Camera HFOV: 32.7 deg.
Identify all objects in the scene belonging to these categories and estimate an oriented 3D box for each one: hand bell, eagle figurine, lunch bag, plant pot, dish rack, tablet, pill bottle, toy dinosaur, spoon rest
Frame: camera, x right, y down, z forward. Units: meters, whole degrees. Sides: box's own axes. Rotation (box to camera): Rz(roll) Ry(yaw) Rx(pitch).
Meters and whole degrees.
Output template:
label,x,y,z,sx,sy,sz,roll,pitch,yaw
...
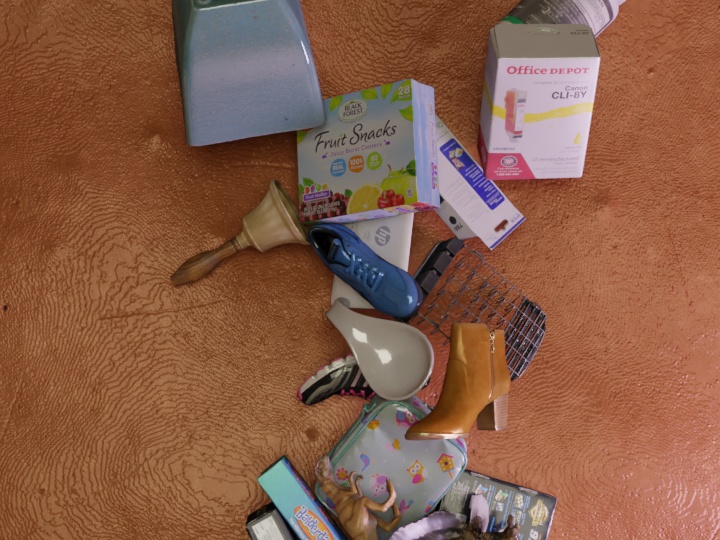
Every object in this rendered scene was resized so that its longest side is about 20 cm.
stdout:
label,x,y,z,sx,sy,sz,roll,pitch,yaw
hand bell,-0.178,-0.032,1.713,0.198,0.104,0.105,-31,86,6
eagle figurine,0.120,0.388,1.592,0.198,0.151,0.154,-21,79,-1
lunch bag,0.040,0.260,1.655,0.160,0.077,0.201,39,104,-2
plant pot,-0.160,-0.319,1.642,0.193,0.201,0.198,-9,51,-5
dish rack,0.160,0.061,1.708,0.199,0.055,0.154,39,62,-4
tablet,0.018,-0.047,1.711,0.129,0.014,0.203,1,81,39
pill bottle,0.296,-0.372,1.756,0.200,0.113,0.113,-43,88,-7
toy dinosaur,0.004,0.328,1.582,0.105,0.061,0.201,-22,58,-16
spoon rest,0.018,0.097,1.630,0.199,0.060,0.100,36,93,39

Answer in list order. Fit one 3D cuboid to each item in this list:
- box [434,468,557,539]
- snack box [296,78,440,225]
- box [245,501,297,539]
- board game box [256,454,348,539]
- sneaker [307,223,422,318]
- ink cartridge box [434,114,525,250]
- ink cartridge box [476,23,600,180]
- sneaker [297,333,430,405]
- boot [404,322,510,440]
label,x,y,z,sx,sy,sz,roll,pitch,yaw
box,0.170,0.388,1.694,0.157,0.046,0.203,16,82,-1
snack box,0.008,-0.158,1.684,0.198,0.067,0.171,-7,81,33
box,-0.086,0.407,1.619,0.051,0.158,0.202,-27,87,-5
board game box,-0.060,0.340,1.631,0.045,0.152,0.201,-37,87,-5
sneaker,0.000,0.000,1.658,0.200,0.078,0.066,40,103,36
ink cartridge box,0.136,-0.118,1.733,0.201,0.039,0.099,50,50,4
ink cartridge box,0.243,-0.230,1.693,0.143,0.202,0.084,-1,41,-3
sneaker,0.012,0.156,1.696,0.197,0.074,0.088,-20,79,-10
boot,0.122,0.141,1.583,0.200,0.070,0.146,-3,87,-47
